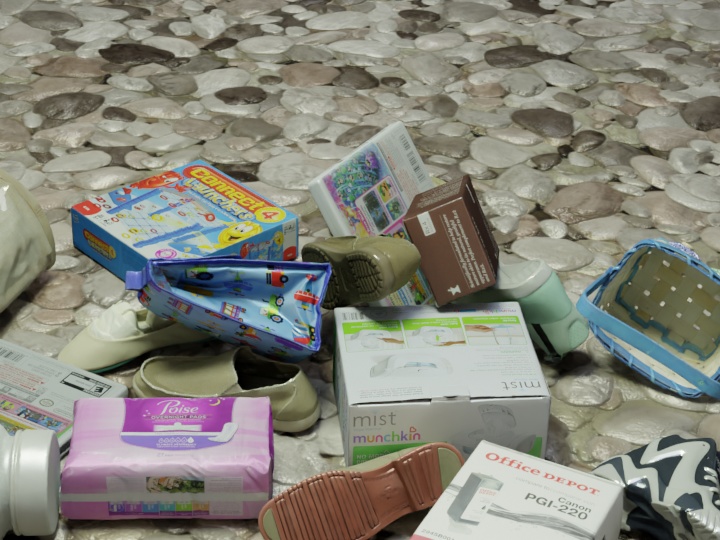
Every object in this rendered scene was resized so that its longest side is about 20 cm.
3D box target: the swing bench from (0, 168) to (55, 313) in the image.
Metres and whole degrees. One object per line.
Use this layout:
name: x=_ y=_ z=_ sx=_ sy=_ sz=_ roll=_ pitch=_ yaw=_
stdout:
swing bench: x=-0.472 y=-0.023 z=1.735 sx=0.199 sy=0.130 sz=0.199 roll=4 pitch=28 yaw=17

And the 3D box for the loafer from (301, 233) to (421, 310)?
loafer: x=0.000 y=0.000 z=1.650 sx=0.067 sy=0.076 sz=0.200 roll=-16 pitch=11 yaw=-25

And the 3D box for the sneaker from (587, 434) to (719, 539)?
sneaker: x=0.323 y=0.211 z=1.454 sx=0.129 sy=0.080 sz=0.199 roll=-32 pitch=34 yaw=-31

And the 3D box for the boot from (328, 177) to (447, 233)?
boot: x=0.056 y=-0.049 z=1.880 sx=0.155 sy=0.073 sz=0.200 roll=-10 pitch=29 yaw=-16

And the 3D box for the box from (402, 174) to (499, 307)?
box: x=0.100 y=-0.036 z=1.697 sx=0.075 sy=0.101 sz=0.200 roll=-21 pitch=8 yaw=11

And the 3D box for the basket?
basket: x=0.319 y=0.050 z=1.638 sx=0.176 sy=0.139 sz=0.200 roll=33 pitch=29 yaw=6

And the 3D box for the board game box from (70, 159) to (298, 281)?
board game box: x=-0.210 y=-0.047 z=1.876 sx=0.195 sy=0.056 sz=0.200 roll=-25 pitch=40 yaw=-36

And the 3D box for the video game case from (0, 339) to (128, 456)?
video game case: x=-0.369 y=0.140 z=1.594 sx=0.199 sy=0.022 sz=0.182 roll=18 pitch=34 yaw=23

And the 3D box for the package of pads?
package of pads: x=-0.181 y=0.177 z=1.490 sx=0.199 sy=0.076 sz=0.121 roll=0 pitch=32 yaw=-3

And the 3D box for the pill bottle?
pill bottle: x=-0.376 y=0.193 z=1.417 sx=0.199 sy=0.114 sz=0.113 roll=0 pitch=31 yaw=-4

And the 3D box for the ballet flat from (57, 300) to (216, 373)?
ballet flat: x=-0.234 y=0.056 z=1.697 sx=0.199 sy=0.070 sz=0.069 roll=-15 pitch=35 yaw=-26

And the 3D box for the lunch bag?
lunch bag: x=-0.144 y=0.032 z=1.612 sx=0.199 sy=0.095 sz=0.151 roll=10 pitch=-11 yaw=-10

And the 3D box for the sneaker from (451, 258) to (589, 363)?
sneaker: x=0.174 y=0.052 z=1.734 sx=0.074 sy=0.118 sz=0.200 roll=-41 pitch=14 yaw=-18

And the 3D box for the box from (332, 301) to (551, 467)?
box: x=0.077 y=0.116 z=1.583 sx=0.199 sy=0.097 sz=0.177 roll=-2 pitch=32 yaw=-6

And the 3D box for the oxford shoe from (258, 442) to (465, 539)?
oxford shoe: x=-0.001 y=0.214 z=1.467 sx=0.199 sy=0.071 sz=0.074 roll=-14 pitch=-3 yaw=-11

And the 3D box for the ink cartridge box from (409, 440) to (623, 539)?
ink cartridge box: x=0.130 y=0.251 z=1.377 sx=0.145 sy=0.085 sz=0.200 roll=16 pitch=32 yaw=22

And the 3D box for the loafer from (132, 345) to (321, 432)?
loafer: x=-0.137 y=0.111 z=1.606 sx=0.199 sy=0.069 sz=0.076 roll=7 pitch=31 yaw=9

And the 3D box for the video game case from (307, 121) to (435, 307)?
video game case: x=0.039 y=-0.047 z=1.775 sx=0.024 sy=0.201 sz=0.182 roll=-18 pitch=14 yaw=41
